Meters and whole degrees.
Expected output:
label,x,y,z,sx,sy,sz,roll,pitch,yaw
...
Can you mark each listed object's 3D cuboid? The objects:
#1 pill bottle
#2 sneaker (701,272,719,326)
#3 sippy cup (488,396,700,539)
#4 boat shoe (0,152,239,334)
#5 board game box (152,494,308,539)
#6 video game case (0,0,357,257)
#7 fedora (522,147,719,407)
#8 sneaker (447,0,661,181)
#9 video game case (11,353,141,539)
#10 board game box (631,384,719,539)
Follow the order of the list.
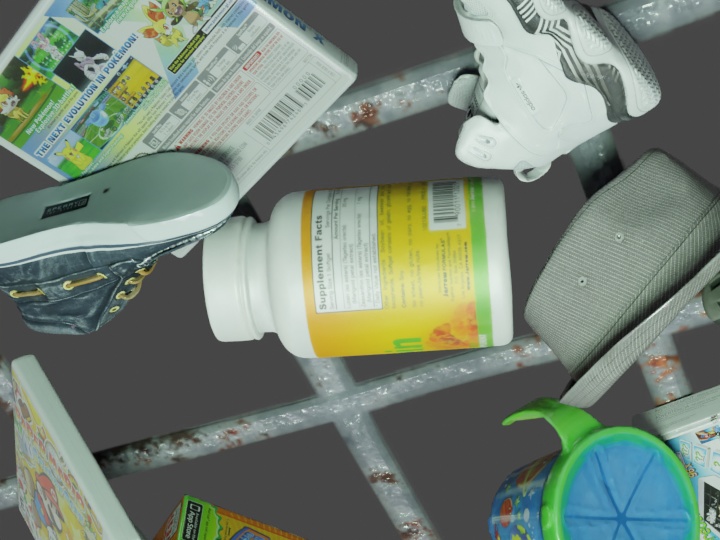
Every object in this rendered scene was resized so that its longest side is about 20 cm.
label,x,y,z,sx,sy,sz,roll,pitch,yaw
pill bottle,0.000,0.000,0.843,0.197,0.112,0.112,-4,131,6
sneaker,0.331,0.018,0.860,0.197,0.076,0.080,-10,139,2
sippy cup,0.170,0.195,0.980,0.138,0.180,0.130,12,162,-23
boat shoe,-0.158,-0.015,0.844,0.198,0.071,0.091,-9,132,20
board game box,-0.115,0.359,1.095,0.198,0.201,0.201,23,128,-16
video game case,-0.131,-0.116,0.811,0.181,0.022,0.200,33,125,-23
fedora,0.177,-0.008,0.823,0.090,0.177,0.200,43,108,9
sneaker,0.078,-0.131,0.751,0.199,0.076,0.115,35,121,-28
video game case,-0.222,0.195,0.979,0.023,0.200,0.184,-17,138,-29
board game box,0.317,0.168,1.021,0.125,0.035,0.201,-23,125,22
